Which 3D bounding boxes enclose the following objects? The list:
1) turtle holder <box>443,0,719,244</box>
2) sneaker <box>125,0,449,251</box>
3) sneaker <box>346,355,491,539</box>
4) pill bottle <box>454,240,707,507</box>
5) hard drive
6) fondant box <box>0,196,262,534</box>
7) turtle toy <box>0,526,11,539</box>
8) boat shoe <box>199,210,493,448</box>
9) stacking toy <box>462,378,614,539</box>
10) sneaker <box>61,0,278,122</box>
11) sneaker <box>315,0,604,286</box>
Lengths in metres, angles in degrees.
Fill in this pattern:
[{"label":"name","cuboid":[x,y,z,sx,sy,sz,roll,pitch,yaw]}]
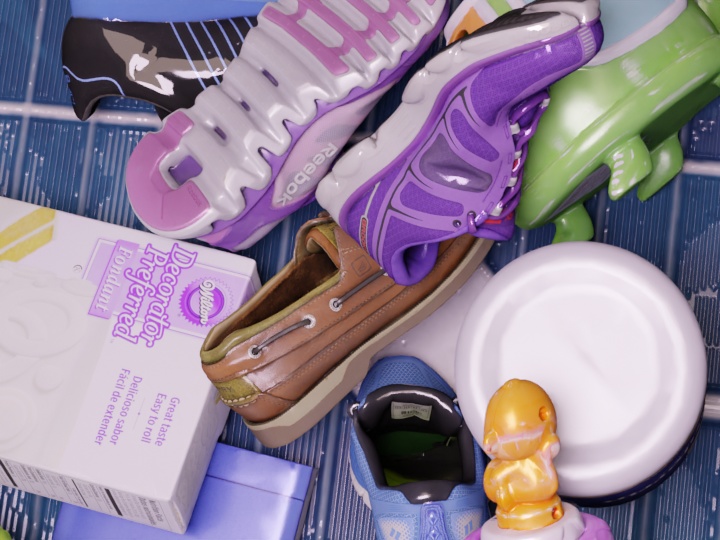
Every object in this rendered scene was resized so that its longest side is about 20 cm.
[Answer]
[{"label":"turtle holder","cuboid":[0.128,-0.110,1.038,0.185,0.141,0.132,-39,82,-4]},{"label":"sneaker","cuboid":[-0.030,-0.084,1.062,0.200,0.088,0.081,-43,57,3]},{"label":"sneaker","cuboid":[0.033,0.087,1.004,0.078,0.200,0.090,-7,114,-4]},{"label":"pill bottle","cuboid":[0.112,0.057,0.986,0.115,0.200,0.117,-1,81,9]},{"label":"hard drive","cuboid":[-0.112,0.189,1.087,0.131,0.025,0.201,13,82,11]},{"label":"fondant box","cuboid":[-0.167,0.044,1.086,0.199,0.058,0.145,14,65,10]},{"label":"turtle toy","cuboid":[-0.230,0.206,1.042,0.145,0.101,0.201,31,115,33]},{"label":"boat shoe","cuboid":[0.000,0.000,1.052,0.200,0.072,0.068,-48,113,-21]},{"label":"stacking toy","cuboid":[0.079,0.142,0.864,0.109,0.116,0.201,2,109,46]},{"label":"sneaker","cuboid":[-0.067,-0.116,1.119,0.198,0.070,0.079,4,102,5]},{"label":"sneaker","cuboid":[0.060,-0.061,0.958,0.080,0.200,0.084,-30,80,-40]}]
